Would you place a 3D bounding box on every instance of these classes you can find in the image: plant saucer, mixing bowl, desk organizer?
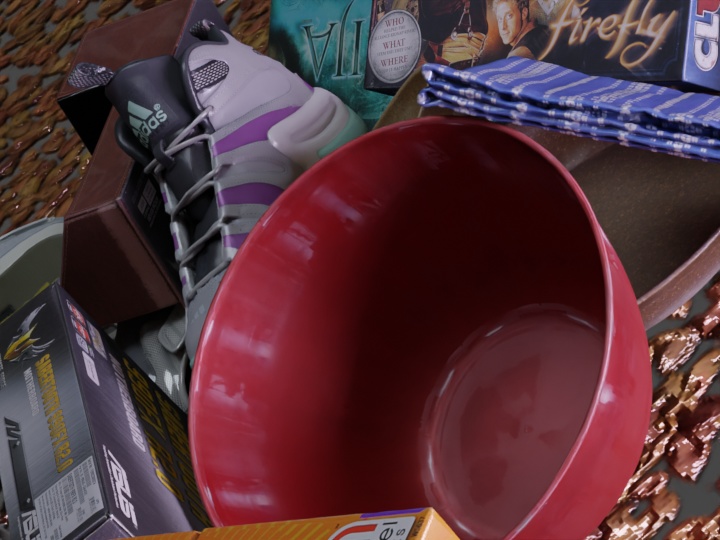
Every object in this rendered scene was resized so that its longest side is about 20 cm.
[{"bbox_3d":[0.000,0.000,1.124,0.200,0.035,0.200,-61,8,15],"label":"plant saucer"},{"bbox_3d":[0.109,-0.023,1.095,0.200,0.037,0.200,-29,31,19],"label":"plant saucer"},{"bbox_3d":[0.041,0.049,0.966,0.200,0.108,0.200,-16,62,33],"label":"mixing bowl"},{"bbox_3d":[-0.117,-0.057,1.239,0.077,0.072,0.200,-17,32,22],"label":"desk organizer"}]

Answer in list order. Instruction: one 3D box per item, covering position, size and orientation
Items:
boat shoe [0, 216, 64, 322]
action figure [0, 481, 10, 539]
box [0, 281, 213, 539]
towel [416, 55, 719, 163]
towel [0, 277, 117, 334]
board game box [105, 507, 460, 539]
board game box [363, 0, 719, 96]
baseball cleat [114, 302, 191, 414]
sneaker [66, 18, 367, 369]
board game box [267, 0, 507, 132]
[{"bbox_3d":[-0.232,0.038,1.394,0.201,0.070,0.072,-35,18,0],"label":"boat shoe"},{"bbox_3d":[-0.167,0.138,1.112,0.102,0.200,0.119,-12,-12,-27],"label":"action figure"},{"bbox_3d":[-0.084,0.111,1.006,0.048,0.158,0.200,-39,28,7],"label":"box"},{"bbox_3d":[0.136,-0.064,0.969,0.200,0.024,0.145,12,11,17],"label":"towel"},{"bbox_3d":[-0.215,0.078,1.283,0.200,0.023,0.144,-41,-7,-4],"label":"towel"},{"bbox_3d":[-0.033,0.218,0.745,0.200,0.200,0.200,-11,39,43],"label":"board game box"},{"bbox_3d":[0.089,-0.150,1.134,0.200,0.035,0.136,2,85,45],"label":"board game box"},{"bbox_3d":[-0.088,0.017,1.239,0.106,0.070,0.200,-34,38,28],"label":"baseball cleat"},{"bbox_3d":[-0.081,-0.045,1.123,0.078,0.140,0.200,-42,19,32],"label":"sneaker"},{"bbox_3d":[0.016,-0.123,1.271,0.200,0.028,0.135,1,86,54],"label":"board game box"}]
